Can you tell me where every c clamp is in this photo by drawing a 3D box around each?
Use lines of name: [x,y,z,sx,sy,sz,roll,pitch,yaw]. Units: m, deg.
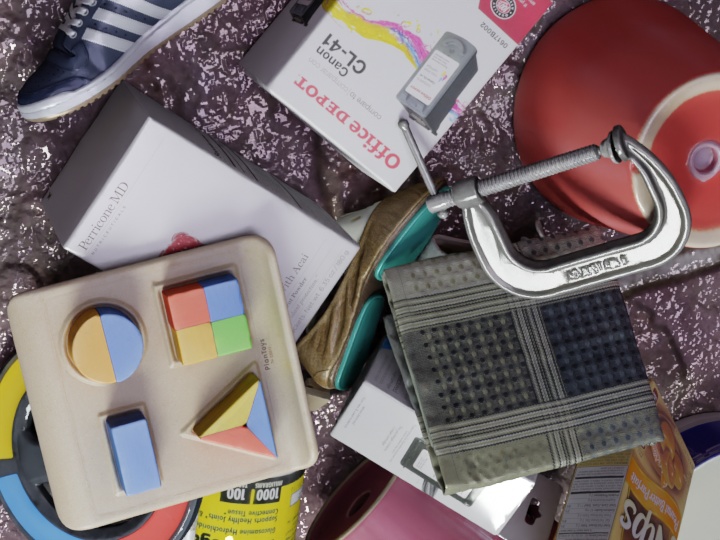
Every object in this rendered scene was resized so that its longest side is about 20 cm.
c clamp: [0.145,-0.056,1.421,0.200,0.027,0.171,-11,114,22]

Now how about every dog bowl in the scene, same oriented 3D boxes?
dog bowl: [0.327,0.236,1.708,0.200,0.079,0.200,-6,110,-17]

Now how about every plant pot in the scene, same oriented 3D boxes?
plant pot: [0.244,-0.110,1.507,0.200,0.177,0.201,-6,110,-16]
plant pot: [0.059,0.247,1.569,0.179,0.200,0.200,44,90,-10]

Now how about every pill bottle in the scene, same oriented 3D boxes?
pill bottle: [-0.110,0.222,1.532,0.112,0.112,0.200,2,108,-20]

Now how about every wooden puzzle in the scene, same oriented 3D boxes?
wooden puzzle: [-0.142,0.085,1.366,0.200,0.046,0.185,-14,103,-9]

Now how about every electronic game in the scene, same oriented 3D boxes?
electronic game: [-0.209,0.141,1.453,0.200,0.042,0.200,5,101,25]

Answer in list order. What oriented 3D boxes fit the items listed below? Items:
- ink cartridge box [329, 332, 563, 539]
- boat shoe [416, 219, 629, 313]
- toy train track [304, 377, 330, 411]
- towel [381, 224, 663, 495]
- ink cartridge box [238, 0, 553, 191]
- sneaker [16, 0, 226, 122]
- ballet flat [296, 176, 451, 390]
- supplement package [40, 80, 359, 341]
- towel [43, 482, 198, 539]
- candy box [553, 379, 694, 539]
ink cartridge box: [0.088,0.135,1.523,0.200,0.116,0.068,31,121,-1]
boat shoe: [0.143,0.001,1.564,0.202,0.075,0.086,11,121,-15]
toy train track: [-0.113,0.075,1.520,0.200,0.033,0.115,18,141,-32]
towel: [0.125,0.069,1.480,0.200,0.035,0.193,-11,74,-17]
ink cartridge box: [0.028,-0.185,1.458,0.148,0.086,0.200,38,92,-26]
sneaker: [-0.192,-0.204,1.382,0.200,0.070,0.109,-38,121,-11]
ballet flat: [0.000,0.000,1.522,0.068,0.072,0.200,-2,121,-64]
supplement package: [-0.125,-0.035,1.436,0.200,0.120,0.121,31,97,-25]
towel: [-0.193,0.208,1.501,0.031,0.149,0.200,-19,121,-61]
candy box: [0.219,0.203,1.546,0.055,0.200,0.115,-7,132,30]
